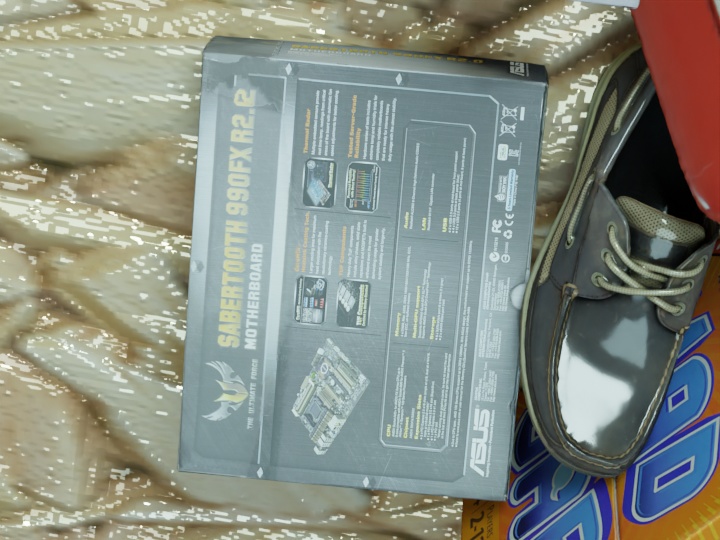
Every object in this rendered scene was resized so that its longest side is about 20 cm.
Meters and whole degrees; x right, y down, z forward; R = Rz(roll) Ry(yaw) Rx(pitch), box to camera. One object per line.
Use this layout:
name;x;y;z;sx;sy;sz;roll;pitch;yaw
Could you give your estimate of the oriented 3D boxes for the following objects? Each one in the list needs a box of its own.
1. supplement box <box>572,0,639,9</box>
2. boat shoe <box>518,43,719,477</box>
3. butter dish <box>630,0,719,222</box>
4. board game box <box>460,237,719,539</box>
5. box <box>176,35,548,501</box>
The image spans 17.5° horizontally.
supplement box;0.082;-0.193;0.901;0.060;0.200;0.110;6;122;-2
boat shoe;0.117;-0.011;1.025;0.074;0.073;0.202;12;79;-5
butter dish;0.228;-0.102;0.979;0.198;0.201;0.148;-25;140;16
board game box;0.184;0.140;1.097;0.200;0.200;0.200;-39;112;24
box;0.000;0.000;1.080;0.157;0.048;0.202;5;104;3
